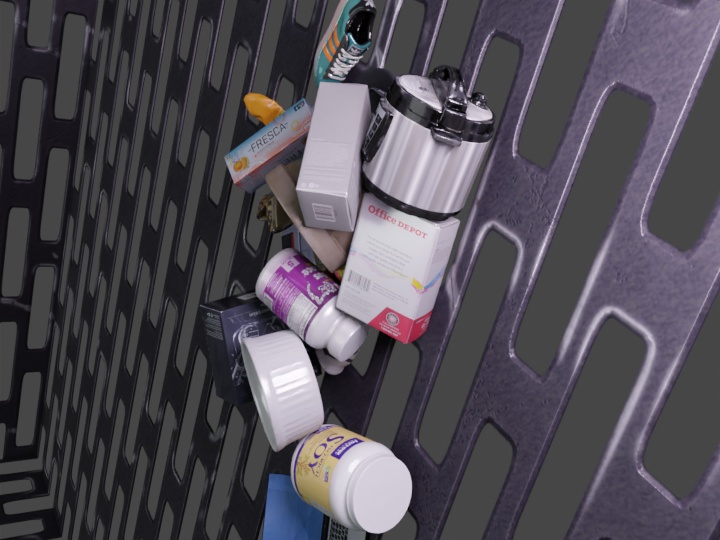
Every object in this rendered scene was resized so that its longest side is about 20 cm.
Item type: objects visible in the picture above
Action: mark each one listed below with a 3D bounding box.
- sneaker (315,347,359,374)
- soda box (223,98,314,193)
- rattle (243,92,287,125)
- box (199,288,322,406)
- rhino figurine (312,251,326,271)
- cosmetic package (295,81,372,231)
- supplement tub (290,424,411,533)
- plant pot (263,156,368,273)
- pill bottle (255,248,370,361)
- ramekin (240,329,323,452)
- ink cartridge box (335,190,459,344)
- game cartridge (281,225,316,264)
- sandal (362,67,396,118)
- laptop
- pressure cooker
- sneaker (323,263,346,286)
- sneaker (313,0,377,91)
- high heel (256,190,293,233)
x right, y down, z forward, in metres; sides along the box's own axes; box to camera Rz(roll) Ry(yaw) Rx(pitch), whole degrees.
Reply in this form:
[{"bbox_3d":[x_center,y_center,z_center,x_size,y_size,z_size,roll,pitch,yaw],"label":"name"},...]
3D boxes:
[{"bbox_3d":[-0.065,0.089,1.514,0.080,0.073,0.203,-34,83,41],"label":"sneaker"},{"bbox_3d":[-0.159,-0.233,1.528,0.197,0.063,0.070,-32,65,14],"label":"soda box"},{"bbox_3d":[-0.174,-0.249,1.591,0.129,0.141,0.204,-21,48,53],"label":"rattle"},{"bbox_3d":[-0.191,0.137,1.571,0.103,0.196,0.187,8,111,54],"label":"box"},{"bbox_3d":[-0.061,-0.053,1.534,0.086,0.059,0.206,8,98,52],"label":"rhino figurine"},{"bbox_3d":[-0.036,-0.175,1.231,0.107,0.088,0.205,76,-156,-63],"label":"cosmetic package"},{"bbox_3d":[-0.018,0.357,1.389,0.198,0.142,0.150,6,95,55],"label":"supplement tub"},{"bbox_3d":[-0.040,-0.130,1.359,0.172,0.201,0.201,-37,49,1],"label":"plant pot"},{"bbox_3d":[-0.080,0.062,1.398,0.199,0.111,0.114,39,124,19],"label":"pill bottle"},{"bbox_3d":[-0.136,0.203,1.420,0.200,0.096,0.205,162,91,-75],"label":"ramekin"},{"bbox_3d":[0.058,-0.010,1.292,0.146,0.085,0.204,27,112,25],"label":"ink cartridge box"},{"bbox_3d":[-0.117,-0.018,1.641,0.128,0.038,0.206,-12,79,51],"label":"game cartridge"},{"bbox_3d":[0.046,-0.274,1.389,0.076,0.042,0.203,-53,48,41],"label":"sandal"},{"bbox_3d":[-0.089,0.503,1.520,0.198,0.114,0.193,22,108,54],"label":"laptop"},{"bbox_3d":[0.105,-0.200,1.192,0.175,0.176,0.204,39,122,30],"label":"pressure cooker"},{"bbox_3d":[0.000,0.000,1.414,0.199,0.089,0.080,-31,63,50],"label":"sneaker"},{"bbox_3d":[-0.028,-0.405,1.476,0.080,0.070,0.203,56,132,45],"label":"sneaker"},{"bbox_3d":[-0.181,-0.103,1.638,0.142,0.071,0.202,-43,21,33],"label":"high heel"}]
